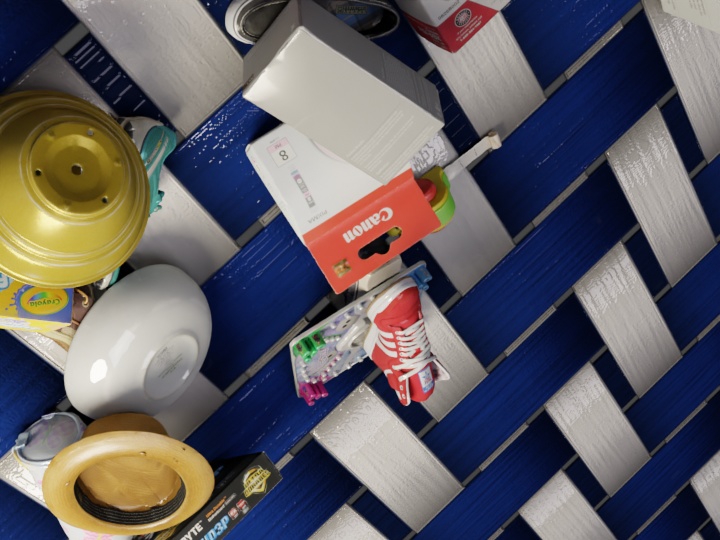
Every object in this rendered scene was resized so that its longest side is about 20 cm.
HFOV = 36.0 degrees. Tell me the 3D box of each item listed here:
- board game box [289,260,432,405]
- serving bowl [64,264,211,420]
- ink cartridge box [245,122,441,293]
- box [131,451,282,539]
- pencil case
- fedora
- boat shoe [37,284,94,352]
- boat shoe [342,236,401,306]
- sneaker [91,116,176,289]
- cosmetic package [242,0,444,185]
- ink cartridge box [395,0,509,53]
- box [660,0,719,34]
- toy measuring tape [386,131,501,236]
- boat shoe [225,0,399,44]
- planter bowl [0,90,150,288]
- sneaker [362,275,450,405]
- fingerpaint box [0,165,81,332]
[{"bbox_3d":[0.003,0.087,1.440,0.200,0.026,0.200,-31,159,-14],"label":"board game box"},{"bbox_3d":[-0.239,0.095,1.270,0.200,0.066,0.200,-38,144,-35],"label":"serving bowl"},{"bbox_3d":[-0.013,-0.100,1.289,0.162,0.057,0.200,-33,90,-13],"label":"ink cartridge box"},{"bbox_3d":[-0.207,0.310,1.371,0.200,0.159,0.046,-42,101,-33],"label":"box"},{"bbox_3d":[-0.342,0.264,1.340,0.091,0.083,0.200,-19,128,-1],"label":"pencil case"},{"bbox_3d":[-0.262,0.221,1.255,0.200,0.082,0.201,-7,136,-7],"label":"fedora"},{"bbox_3d":[-0.326,0.039,1.220,0.072,0.072,0.200,-46,137,-5],"label":"boat shoe"},{"bbox_3d":[0.000,0.000,1.422,0.075,0.093,0.200,-30,159,-21],"label":"boat shoe"},{"bbox_3d":[-0.250,-0.068,1.203,0.080,0.077,0.200,3,116,-45],"label":"sneaker"},{"bbox_3d":[-0.019,-0.191,1.184,0.200,0.090,0.107,33,121,-26],"label":"cosmetic package"},{"bbox_3d":[0.090,-0.368,1.236,0.147,0.083,0.200,-44,133,-2],"label":"ink cartridge box"},{"bbox_3d":[0.491,-0.435,1.405,0.200,0.171,0.199,-38,132,-8],"label":"box"},{"bbox_3d":[0.116,-0.104,1.427,0.200,0.074,0.074,-37,132,-9],"label":"toy measuring tape"},{"bbox_3d":[-0.046,-0.274,1.213,0.200,0.066,0.070,-7,121,-31],"label":"boat shoe"},{"bbox_3d":[-0.281,-0.087,1.057,0.200,0.083,0.201,7,77,-31],"label":"planter bowl"},{"bbox_3d":[0.060,0.090,1.339,0.071,0.113,0.200,-29,159,-17],"label":"sneaker"},{"bbox_3d":[-0.384,-0.034,1.080,0.200,0.073,0.167,9,75,-38],"label":"fingerpaint box"}]
